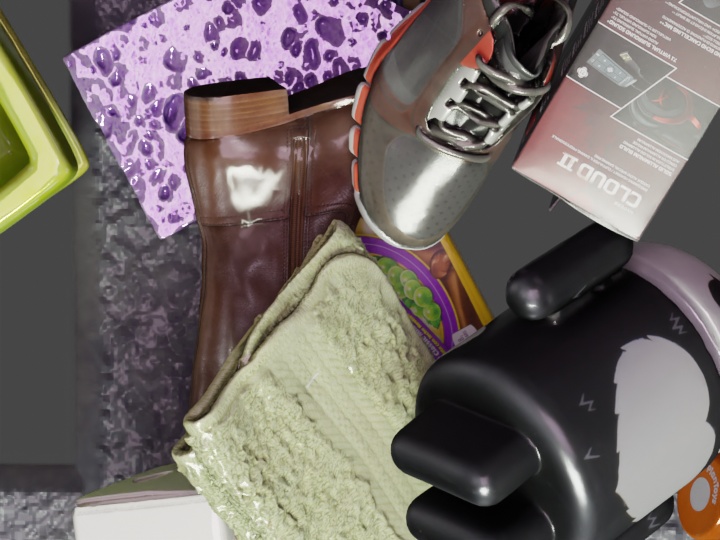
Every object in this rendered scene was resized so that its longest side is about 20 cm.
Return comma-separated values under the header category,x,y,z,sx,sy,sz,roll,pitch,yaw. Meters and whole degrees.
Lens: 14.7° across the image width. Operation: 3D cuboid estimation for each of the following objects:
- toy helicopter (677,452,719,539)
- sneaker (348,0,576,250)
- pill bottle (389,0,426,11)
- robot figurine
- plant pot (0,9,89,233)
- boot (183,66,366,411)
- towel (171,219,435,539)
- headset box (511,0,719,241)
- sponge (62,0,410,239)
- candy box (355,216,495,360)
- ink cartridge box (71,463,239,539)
category,x,y,z,sx,sy,sz,roll,pitch,yaw
toy helicopter,0.232,0.048,1.422,0.079,0.132,0.201,11,74,-25
sneaker,0.054,-0.095,1.322,0.077,0.082,0.201,15,108,-20
pill bottle,-0.020,-0.214,1.401,0.199,0.112,0.112,27,94,6
robot figurine,0.109,0.069,1.373,0.200,0.150,0.125,-33,74,-32
plant pot,-0.261,-0.080,1.414,0.199,0.181,0.200,-32,90,5
boot,0.000,0.000,1.420,0.186,0.064,0.201,-4,105,-5
towel,-0.008,0.088,1.377,0.036,0.200,0.149,16,61,40
headset box,0.148,-0.115,1.351,0.075,0.149,0.200,30,110,-1
sponge,-0.043,-0.111,1.474,0.199,0.030,0.112,-28,91,5
candy box,0.003,0.006,1.462,0.102,0.026,0.200,-27,100,7
ink cartridge box,-0.075,0.202,1.427,0.084,0.146,0.201,-9,92,16
